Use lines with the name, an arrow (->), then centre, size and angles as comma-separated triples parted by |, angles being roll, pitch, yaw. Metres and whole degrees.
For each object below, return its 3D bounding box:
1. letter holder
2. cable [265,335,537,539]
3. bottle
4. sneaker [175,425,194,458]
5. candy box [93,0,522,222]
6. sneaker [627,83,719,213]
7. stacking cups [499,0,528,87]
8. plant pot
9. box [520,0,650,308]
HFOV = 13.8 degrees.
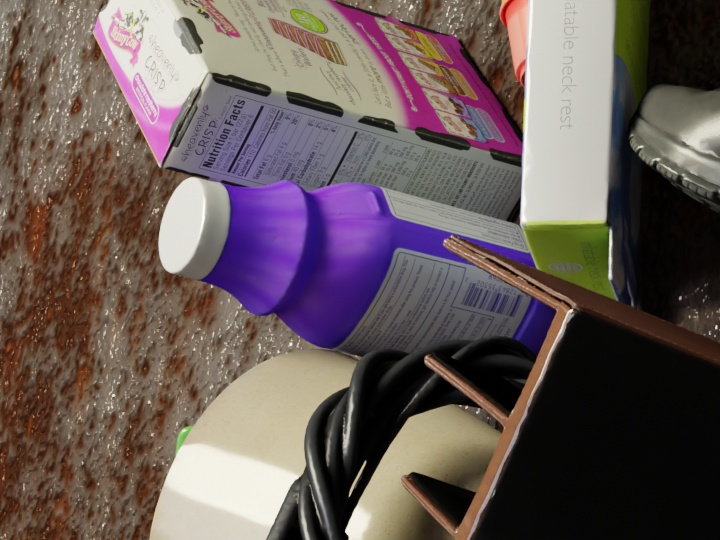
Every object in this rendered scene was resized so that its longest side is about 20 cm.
letter holder -> 0.118, 0.073, 1.187 | 0.101, 0.200, 0.142 | -66, 25, 6
cable -> 0.048, 0.108, 1.255 | 0.051, 0.163, 0.200 | 84, -154, -49
bottle -> 0.000, 0.000, 1.438 | 0.084, 0.199, 0.065 | -58, 33, 31
sneaker -> -0.031, 0.103, 1.565 | 0.200, 0.085, 0.078 | -20, 61, 55
candy box -> -0.023, -0.088, 1.516 | 0.061, 0.200, 0.136 | -61, 32, 23
sneaker -> 0.194, -0.054, 1.274 | 0.200, 0.076, 0.091 | 30, 94, 53
stacking cups -> 0.088, -0.185, 1.513 | 0.061, 0.060, 0.201 | -43, 45, 44
plant pot -> 0.036, 0.145, 1.361 | 0.200, 0.187, 0.188 | 12, 88, 44
box -> 0.106, -0.074, 1.379 | 0.122, 0.047, 0.201 | 58, -146, -69
